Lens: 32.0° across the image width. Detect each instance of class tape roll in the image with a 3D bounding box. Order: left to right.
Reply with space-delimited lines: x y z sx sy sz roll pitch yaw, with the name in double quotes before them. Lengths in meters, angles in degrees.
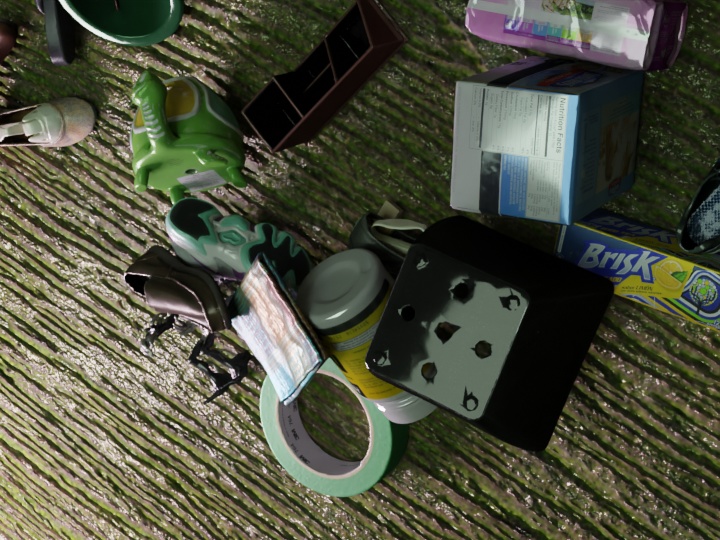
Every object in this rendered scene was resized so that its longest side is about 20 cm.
"tape roll" -0.035 0.189 1.611 0.200 0.048 0.201 10 109 29

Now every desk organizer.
"desk organizer" -0.045 -0.227 1.467 0.200 0.077 0.072 -42 82 34

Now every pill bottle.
"pill bottle" 0.020 0.081 1.460 0.114 0.115 0.200 -11 130 33

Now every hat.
"hat" -0.298 -0.416 1.601 0.165 0.177 0.200 -21 131 32

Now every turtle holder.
"turtle holder" -0.228 -0.167 1.540 0.141 0.185 0.132 -25 65 40

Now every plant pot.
"plant pot" 0.114 0.063 1.282 0.199 0.177 0.201 25 98 23

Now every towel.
"towel" -0.101 0.072 1.466 0.147 0.022 0.200 57 157 9

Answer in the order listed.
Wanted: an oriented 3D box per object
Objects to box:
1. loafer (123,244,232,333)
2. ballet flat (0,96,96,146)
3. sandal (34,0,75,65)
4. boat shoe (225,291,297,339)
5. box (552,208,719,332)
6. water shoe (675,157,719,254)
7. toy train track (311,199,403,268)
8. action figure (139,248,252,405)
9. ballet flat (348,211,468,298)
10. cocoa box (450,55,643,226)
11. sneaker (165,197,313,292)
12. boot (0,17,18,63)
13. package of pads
"loafer" -0.230 0.035 1.564 0.200 0.071 0.073 26 141 48
"ballet flat" -0.455 -0.197 1.735 0.199 0.067 0.068 -6 102 32
"sandal" -0.413 -0.369 1.645 0.043 0.076 0.201 0 107 6
"boat shoe" -0.102 0.068 1.585 0.200 0.073 0.066 15 132 57
"box" 0.307 -0.005 1.324 0.199 0.070 0.065 21 117 25
"water shoe" 0.385 -0.096 1.233 0.071 0.079 0.201 36 112 17
"toy train track" 0.000 0.000 1.542 0.115 0.032 0.200 41 117 23
"action figure" -0.230 0.074 1.662 0.200 0.102 0.119 56 138 3
"ballet flat" 0.079 -0.013 1.446 0.199 0.068 0.069 21 123 11
"cocoa box" 0.193 -0.136 1.274 0.131 0.200 0.134 11 110 28
"sneaker" -0.154 -0.009 1.600 0.199 0.078 0.140 28 152 7
"boot" -0.530 -0.229 1.712 0.188 0.068 0.201 -24 59 35
"package of pads" 0.219 -0.254 1.270 0.199 0.120 0.076 17 108 27
